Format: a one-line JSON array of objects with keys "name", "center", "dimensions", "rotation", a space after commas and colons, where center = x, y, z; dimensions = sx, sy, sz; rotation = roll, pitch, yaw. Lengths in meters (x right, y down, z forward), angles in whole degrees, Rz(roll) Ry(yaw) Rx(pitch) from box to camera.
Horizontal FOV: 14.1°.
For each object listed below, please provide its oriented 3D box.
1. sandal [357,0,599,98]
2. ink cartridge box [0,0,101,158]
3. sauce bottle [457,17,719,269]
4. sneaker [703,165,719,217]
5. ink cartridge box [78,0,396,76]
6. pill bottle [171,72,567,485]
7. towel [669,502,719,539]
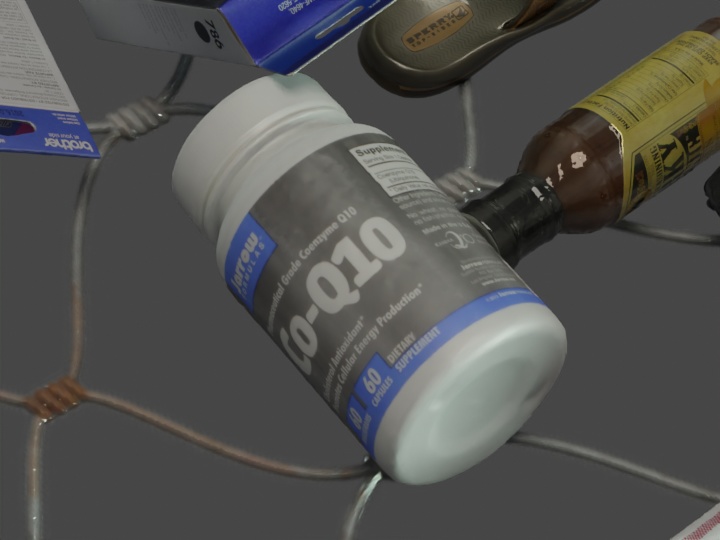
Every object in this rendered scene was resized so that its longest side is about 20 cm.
[{"name": "sandal", "center": [0.080, -0.169, 1.604], "dimensions": [0.200, 0.055, 0.082], "rotation": [-34, 62, -21]}, {"name": "ink cartridge box", "center": [-0.226, -0.125, 1.545], "dimensions": [0.119, 0.042, 0.200], "rotation": [3, 45, -42]}, {"name": "sauce bottle", "center": [0.129, -0.060, 1.517], "dimensions": [0.200, 0.065, 0.065], "rotation": [-35, 63, -26]}, {"name": "sneaker", "center": [0.233, -0.071, 1.532], "dimensions": [0.073, 0.112, 0.200], "rotation": [46, 29, -3]}, {"name": "ink cartridge box", "center": [-0.062, -0.152, 1.536], "dimensions": [0.099, 0.039, 0.200], "rotation": [-37, 28, -24]}, {"name": "pill bottle", "center": [0.000, 0.000, 1.450], "dimensions": [0.114, 0.114, 0.200], "rotation": [-31, 61, -20]}, {"name": "towel", "center": [0.237, 0.164, 1.347], "dimensions": [0.200, 0.030, 0.146], "rotation": [30, 23, 18]}]
